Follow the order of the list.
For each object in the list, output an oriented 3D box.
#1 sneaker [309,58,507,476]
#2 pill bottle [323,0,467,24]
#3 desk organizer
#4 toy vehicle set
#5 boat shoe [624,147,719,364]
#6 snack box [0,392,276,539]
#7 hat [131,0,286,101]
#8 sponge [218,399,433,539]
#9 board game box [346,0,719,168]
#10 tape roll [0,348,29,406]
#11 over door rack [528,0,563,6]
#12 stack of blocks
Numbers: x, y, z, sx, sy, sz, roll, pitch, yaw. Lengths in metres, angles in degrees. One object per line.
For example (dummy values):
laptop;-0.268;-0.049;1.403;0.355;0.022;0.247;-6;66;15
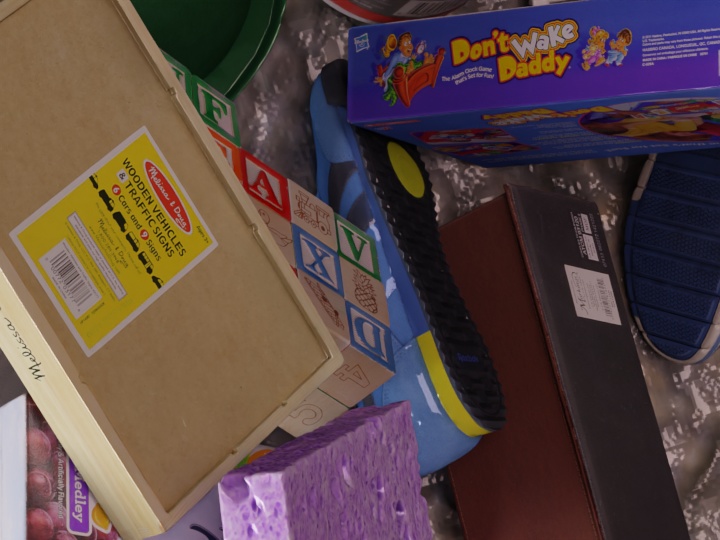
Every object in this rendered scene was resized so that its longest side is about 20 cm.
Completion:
sneaker;0.000;0.000;1.335;0.066;0.078;0.200;15;53;-58
pill bottle;0.045;-0.191;1.300;0.116;0.200;0.116;6;74;-21
desk organizer;0.085;0.069;1.347;0.072;0.077;0.200;10;60;-50
toy vehicle set;-0.097;-0.012;1.120;0.124;0.027;0.200;-41;106;-42
boat shoe;0.182;-0.053;1.386;0.072;0.072;0.200;-6;111;-44
snack box;-0.084;0.160;1.127;0.142;0.053;0.200;16;62;-38
hat;-0.103;-0.142;1.261;0.200;0.176;0.166;-42;95;-18
sponge;-0.007;0.119;1.153;0.030;0.200;0.112;-9;93;15
board game box;0.113;-0.084;1.294;0.134;0.200;0.045;13;75;-59
tape roll;-0.208;0.039;1.217;0.200;0.066;0.200;3;56;-4
over door rack;0.139;-0.211;1.410;0.148;0.067;0.200;-11;86;-20
stack of blocks;-0.079;-0.025;1.233;0.200;0.059;0.115;34;32;-33
